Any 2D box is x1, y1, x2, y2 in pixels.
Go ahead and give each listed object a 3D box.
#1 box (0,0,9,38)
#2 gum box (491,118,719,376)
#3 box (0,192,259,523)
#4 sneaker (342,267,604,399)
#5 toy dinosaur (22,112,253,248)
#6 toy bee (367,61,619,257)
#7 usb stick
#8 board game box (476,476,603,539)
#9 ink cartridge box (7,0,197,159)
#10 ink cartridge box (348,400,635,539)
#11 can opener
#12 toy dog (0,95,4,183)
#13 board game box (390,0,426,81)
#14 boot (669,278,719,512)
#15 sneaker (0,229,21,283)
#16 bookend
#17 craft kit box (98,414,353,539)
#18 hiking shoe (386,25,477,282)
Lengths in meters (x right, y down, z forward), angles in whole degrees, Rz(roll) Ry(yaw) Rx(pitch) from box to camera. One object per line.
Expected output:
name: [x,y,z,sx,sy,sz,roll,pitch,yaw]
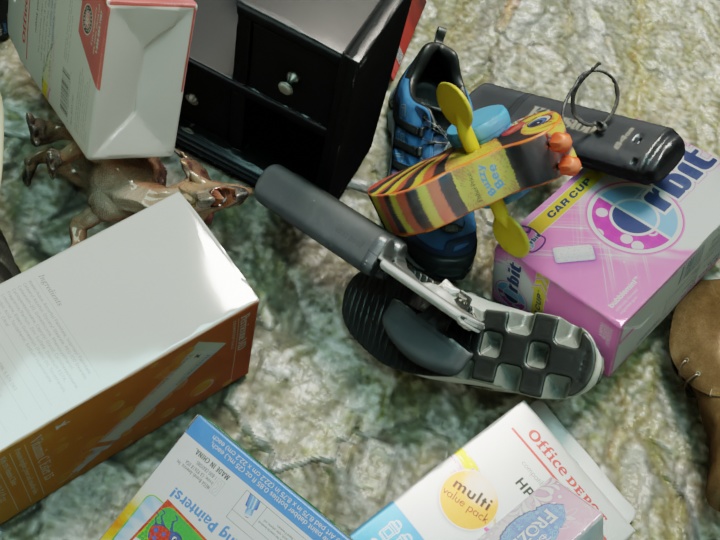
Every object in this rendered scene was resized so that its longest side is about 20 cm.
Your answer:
box: [-0.325,-0.260,0.818,0.200,0.106,0.122,-35,72,-24]
gum box: [0.210,-0.027,0.795,0.113,0.066,0.200,36,61,28]
box: [-0.177,0.057,0.664,0.200,0.125,0.098,-31,71,-23]
sneaker: [0.082,0.053,0.751,0.199,0.088,0.074,19,88,24]
toy dinosaur: [-0.174,-0.077,0.766,0.135,0.086,0.200,-15,49,-28]
toy bee: [0.102,-0.084,0.710,0.131,0.109,0.200,41,95,-17]
usb stick: [0.161,-0.112,0.814,0.055,0.033,0.200,-42,43,-23]
board game box: [0.059,0.246,0.566,0.200,0.200,0.043,-33,42,-24]
ink cartridge box: [-0.194,-0.180,0.733,0.067,0.117,0.200,-8,40,-34]
ink cartridge box: [0.096,0.172,0.682,0.200,0.068,0.115,-33,73,-24]
can opener: [0.000,0.000,0.718,0.200,0.053,0.067,34,96,23]
toy dog: [-0.342,-0.049,0.637,0.199,0.195,0.140,6,21,5]
board game box: [0.002,-0.264,0.837,0.019,0.200,0.103,3,56,28]
boot: [0.267,0.091,0.768,0.075,0.074,0.201,8,55,16]
sneaker: [-0.291,-0.037,0.717,0.077,0.084,0.200,-22,68,-19]
bookend: [-0.080,-0.162,0.756,0.198,0.200,0.092,28,60,5]
craft kit box: [-0.080,0.225,0.598,0.200,0.049,0.198,37,79,14]
hiking shoe: [0.055,-0.089,0.805,0.074,0.087,0.201,-2,63,-11]
